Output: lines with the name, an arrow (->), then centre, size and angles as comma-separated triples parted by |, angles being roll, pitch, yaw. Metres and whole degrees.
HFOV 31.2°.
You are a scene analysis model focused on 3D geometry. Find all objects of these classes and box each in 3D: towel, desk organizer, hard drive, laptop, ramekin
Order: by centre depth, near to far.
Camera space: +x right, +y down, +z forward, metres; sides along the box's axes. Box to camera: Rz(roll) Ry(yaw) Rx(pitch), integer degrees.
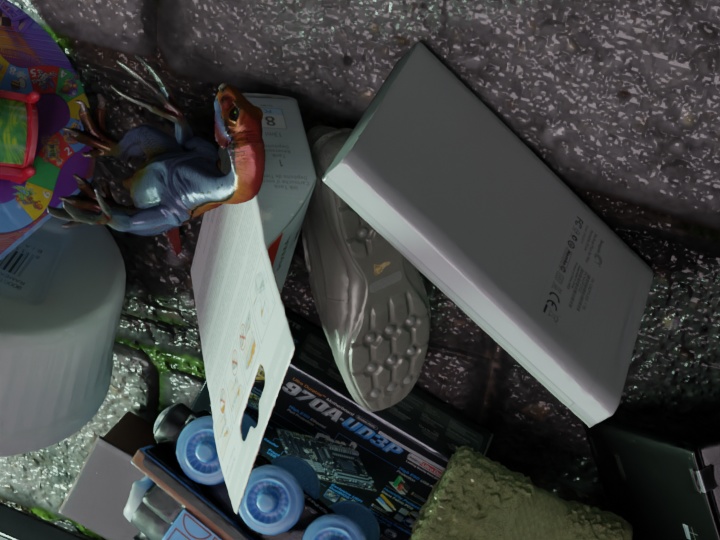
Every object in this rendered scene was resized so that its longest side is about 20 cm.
hard drive -> 0.079, -0.023, 0.721 | 0.200, 0.132, 0.026 | 42, 131, -11
laptop -> 0.262, 0.170, 0.814 | 0.200, 0.115, 0.188 | 8, 119, 68
towel -> 0.081, 0.230, 0.841 | 0.148, 0.201, 0.036 | 25, 171, 0
ramekin -> -0.254, 0.018, 0.864 | 0.200, 0.201, 0.098 | 28, 124, 1
desk organizer -> -0.121, 0.194, 1.004 | 0.199, 0.077, 0.072 | 29, 103, 0

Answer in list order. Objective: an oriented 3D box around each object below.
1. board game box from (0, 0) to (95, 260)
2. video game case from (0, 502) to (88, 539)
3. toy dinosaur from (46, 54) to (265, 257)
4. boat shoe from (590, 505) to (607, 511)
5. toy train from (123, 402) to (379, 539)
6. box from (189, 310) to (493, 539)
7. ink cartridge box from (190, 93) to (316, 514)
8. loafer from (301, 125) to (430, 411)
board game box -> -0.247, -0.082, 0.774 | 0.158, 0.200, 0.039 | 52, 152, -15
video game case -> -0.204, 0.263, 1.077 | 0.199, 0.026, 0.181 | 15, 154, 26
toy dinosaur -> -0.104, -0.064, 0.770 | 0.181, 0.106, 0.200 | 10, 176, 35
boat shoe -> 0.163, 0.250, 0.946 | 0.066, 0.072, 0.202 | 4, 127, 33
toy train -> -0.075, 0.180, 0.880 | 0.200, 0.087, 0.114 | 36, 94, 8
box -> -0.027, 0.127, 0.944 | 0.199, 0.046, 0.159 | 30, 132, 0
ink cartridge box -> -0.057, 0.018, 0.775 | 0.047, 0.201, 0.160 | 1, 137, -20
loafer -> 0.000, 0.000, 0.825 | 0.070, 0.070, 0.201 | 43, 146, 51
